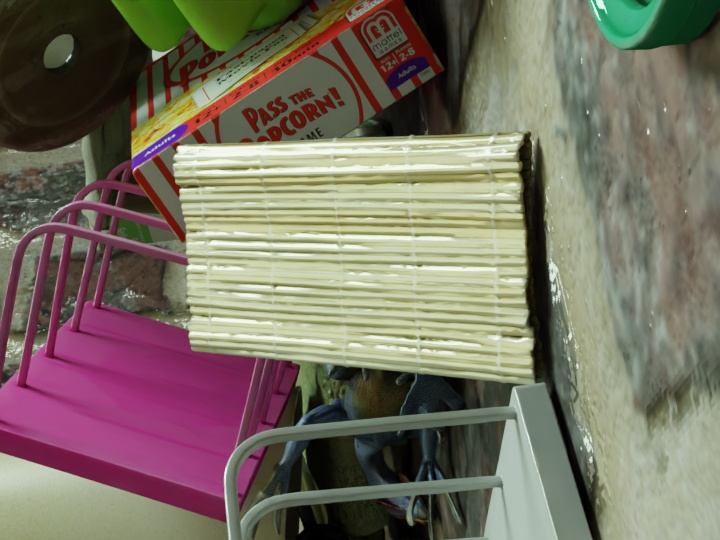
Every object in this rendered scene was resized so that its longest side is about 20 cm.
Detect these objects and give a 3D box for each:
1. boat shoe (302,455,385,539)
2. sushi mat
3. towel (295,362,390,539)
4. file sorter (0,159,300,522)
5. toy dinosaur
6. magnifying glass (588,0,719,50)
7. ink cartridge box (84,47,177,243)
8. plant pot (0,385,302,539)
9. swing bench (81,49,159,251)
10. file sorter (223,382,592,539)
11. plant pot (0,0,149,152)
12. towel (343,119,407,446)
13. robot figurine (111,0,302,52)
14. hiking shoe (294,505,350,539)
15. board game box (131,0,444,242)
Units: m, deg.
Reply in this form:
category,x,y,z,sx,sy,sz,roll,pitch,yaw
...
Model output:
category,x,y,z,sx,sy,sz,roll,pitch,yaw
boat shoe,-0.020,0.185,0.982,0.201,0.063,0.073,-91,11,-56
sushi mat,-0.009,-0.007,0.588,0.200,0.012,0.096,2,102,43
towel,-0.019,0.076,0.933,0.200,0.036,0.149,-131,35,-73
file sorter,-0.100,0.020,0.769,0.200,0.139,0.126,-68,-5,-73
toy dinosaur,0.026,0.072,0.754,0.200,0.105,0.182,-63,-8,-9
magnifying glass,0.073,-0.128,0.301,0.200,0.022,0.080,97,166,-56
ink cartridge box,-0.128,-0.108,1.193,0.084,0.199,0.146,98,166,-70
plant pot,-0.141,0.159,0.889,0.187,0.199,0.188,4,-90,-89
swing bench,-0.112,-0.138,1.035,0.130,0.199,0.200,-107,14,-59
file sorter,0.017,0.164,0.547,0.200,0.124,0.139,92,170,-48
plant pot,-0.212,-0.157,0.797,0.173,0.200,0.200,38,145,30
towel,0.000,0.000,0.930,0.149,0.031,0.201,-127,32,-78
robot figurine,-0.058,-0.206,0.730,0.116,0.175,0.200,51,-125,-42
hiking shoe,-0.004,0.226,0.807,0.200,0.076,0.101,59,174,48
board game box,-0.048,-0.103,0.755,0.046,0.151,0.200,56,-177,-22
